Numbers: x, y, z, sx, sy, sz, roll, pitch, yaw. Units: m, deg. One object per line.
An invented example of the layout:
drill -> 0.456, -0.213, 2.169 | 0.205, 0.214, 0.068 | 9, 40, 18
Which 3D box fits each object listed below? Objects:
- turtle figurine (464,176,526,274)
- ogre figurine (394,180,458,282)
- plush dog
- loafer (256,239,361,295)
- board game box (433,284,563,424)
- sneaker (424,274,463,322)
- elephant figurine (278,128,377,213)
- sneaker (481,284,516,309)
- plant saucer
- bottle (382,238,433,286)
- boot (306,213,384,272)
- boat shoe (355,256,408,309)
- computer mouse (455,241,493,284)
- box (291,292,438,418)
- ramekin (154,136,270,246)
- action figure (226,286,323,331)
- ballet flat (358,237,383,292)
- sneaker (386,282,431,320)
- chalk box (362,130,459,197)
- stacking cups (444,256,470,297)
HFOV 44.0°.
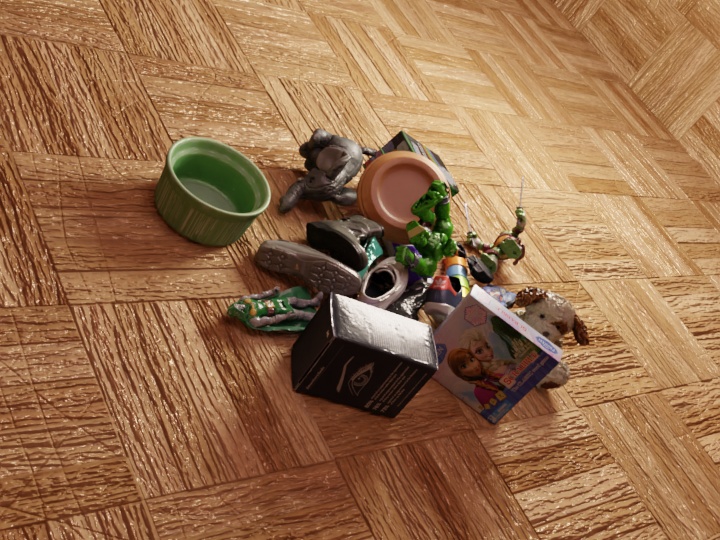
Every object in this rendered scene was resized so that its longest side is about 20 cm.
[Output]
turtle figurine -> 0.303, -0.088, 2.011 | 0.144, 0.200, 0.194 | -1, 22, 11
ogre figurine -> 0.135, -0.069, 1.745 | 0.120, 0.098, 0.200 | 57, 30, -44
plush dog -> 0.367, 0.118, 1.812 | 0.200, 0.172, 0.161 | 32, 34, -6
loafer -> -0.090, -0.012, 1.626 | 0.200, 0.070, 0.070 | 22, 25, 4
board game box -> 0.227, 0.157, 1.621 | 0.199, 0.200, 0.041 | 37, 35, 1
sneaker -> 0.174, 0.056, 1.724 | 0.075, 0.085, 0.200 | 7, -9, 15
elephant figurine -> -0.066, -0.188, 1.827 | 0.141, 0.155, 0.200 | 35, 31, -25
sneaker -> 0.267, 0.075, 1.866 | 0.078, 0.075, 0.200 | 34, 17, 14
plant saucer -> 0.093, -0.153, 1.821 | 0.200, 0.037, 0.201 | 3, 77, -11
bottle -> 0.102, -0.033, 1.847 | 0.083, 0.065, 0.200 | 4, 46, -29
boot -> -0.007, -0.065, 1.705 | 0.130, 0.068, 0.200 | -15, 28, -27
boat shoe -> 0.042, 0.020, 1.657 | 0.072, 0.066, 0.200 | 30, 38, 12
computer mouse -> 0.228, -0.013, 1.864 | 0.200, 0.034, 0.059 | 34, 23, -54
box -> 0.005, 0.144, 1.484 | 0.200, 0.148, 0.104 | 21, 38, -23
ramekin -> -0.273, -0.138, 1.611 | 0.200, 0.098, 0.200 | 24, 37, -19
action figure -> -0.142, 0.067, 1.528 | 0.200, 0.055, 0.118 | -1, 45, -42
ballet flat -> 0.000, 0.000, 1.725 | 0.070, 0.067, 0.200 | 50, 35, -12
sneaker -> 0.085, 0.083, 1.707 | 0.200, 0.060, 0.104 | -5, 49, -37
chalk box -> 0.098, -0.209, 1.954 | 0.200, 0.124, 0.125 | 23, 34, -49
stacking cups -> 0.205, 0.013, 1.888 | 0.060, 0.061, 0.200 | 25, 36, -17
